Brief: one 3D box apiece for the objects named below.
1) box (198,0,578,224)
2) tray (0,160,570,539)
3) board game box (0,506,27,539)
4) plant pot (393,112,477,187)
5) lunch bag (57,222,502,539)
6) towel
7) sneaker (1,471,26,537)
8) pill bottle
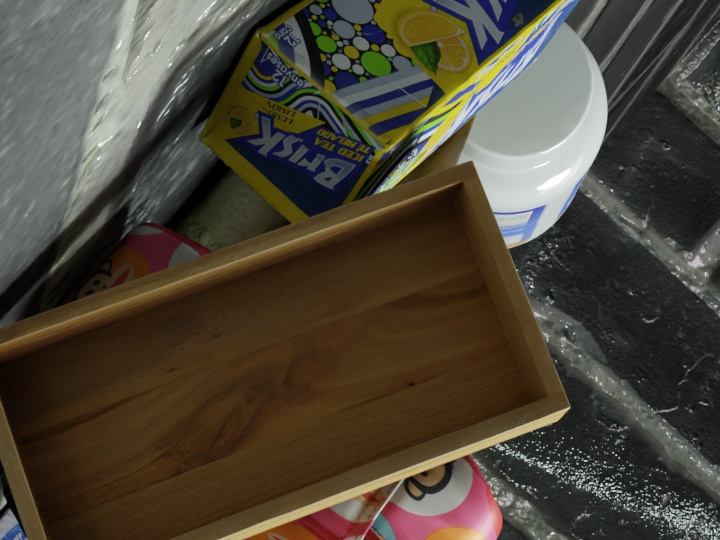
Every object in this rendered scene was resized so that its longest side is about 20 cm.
[{"bbox_3d":[0.022,-0.092,0.874,0.200,0.070,0.064,-43,172,-48],"label":"box"},{"bbox_3d":[-0.034,0.041,0.775,0.198,0.099,0.037,-20,169,-9],"label":"tray"},{"bbox_3d":[-0.133,0.112,1.190,0.200,0.041,0.200,-48,174,-9],"label":"board game box"},{"bbox_3d":[0.000,0.000,0.974,0.201,0.027,0.200,-64,-177,6],"label":"plant pot"},{"bbox_3d":[-0.048,0.085,0.879,0.082,0.199,0.176,-51,176,-27],"label":"lunch bag"},{"bbox_3d":[-0.031,-0.040,0.996,0.149,0.036,0.200,-51,174,13],"label":"towel"},{"bbox_3d":[-0.092,0.081,1.049,0.199,0.086,0.078,-30,161,-46],"label":"sneaker"},{"bbox_3d":[0.078,-0.082,1.174,0.112,0.112,0.200,-48,174,-8],"label":"pill bottle"}]
